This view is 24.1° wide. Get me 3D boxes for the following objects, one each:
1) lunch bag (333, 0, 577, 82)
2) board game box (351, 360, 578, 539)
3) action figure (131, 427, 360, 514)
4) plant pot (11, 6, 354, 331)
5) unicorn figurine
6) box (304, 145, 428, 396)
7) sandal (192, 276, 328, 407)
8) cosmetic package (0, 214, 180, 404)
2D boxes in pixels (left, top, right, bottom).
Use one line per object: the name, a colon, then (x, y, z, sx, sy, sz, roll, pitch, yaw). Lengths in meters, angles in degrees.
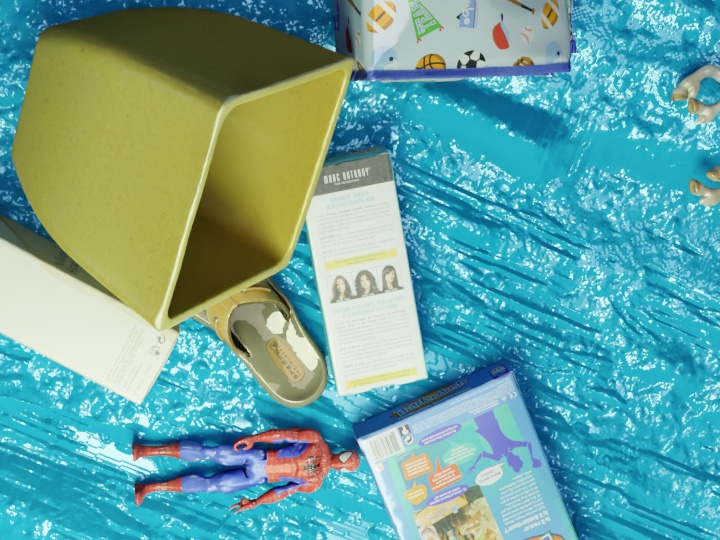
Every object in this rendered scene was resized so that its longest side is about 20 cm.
lunch bag: (0.080, -0.238, 1.373, 0.198, 0.124, 0.172, -5, 100, -16)
board game box: (0.099, 0.202, 1.503, 0.151, 0.045, 0.201, -22, 102, -3)
action figure: (-0.099, 0.173, 1.474, 0.198, 0.052, 0.066, -4, 98, -9)
plant pot: (-0.157, -0.105, 1.324, 0.199, 0.194, 0.197, 29, 118, 20)
unicorn figurine: (0.345, -0.141, 1.460, 0.136, 0.074, 0.201, -16, 117, -13)
box: (0.000, 0.000, 1.449, 0.082, 0.049, 0.202, -11, 102, -5)
sandal: (-0.098, 0.040, 1.442, 0.080, 0.054, 0.200, -40, 103, 2)
cosmetic package: (-0.253, 0.025, 1.397, 0.199, 0.104, 0.073, 30, 95, -13)
